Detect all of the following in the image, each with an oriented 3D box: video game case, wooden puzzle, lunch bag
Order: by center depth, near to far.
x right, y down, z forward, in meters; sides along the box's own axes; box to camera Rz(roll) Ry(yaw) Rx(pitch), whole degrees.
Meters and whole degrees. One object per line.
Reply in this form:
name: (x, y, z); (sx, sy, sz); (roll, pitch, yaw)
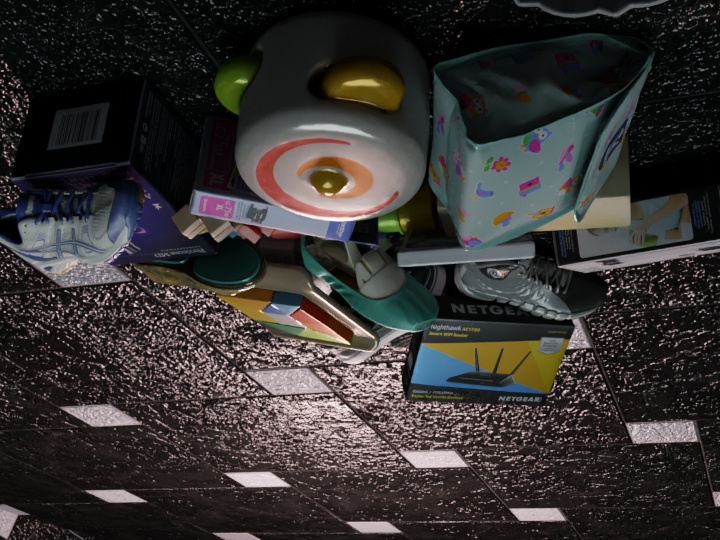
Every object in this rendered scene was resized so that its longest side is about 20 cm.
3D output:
lunch bag: (0.171, -0.126, 0.953); (0.197, 0.123, 0.171); (-17, 149, -10)
video game case: (0.118, -0.032, 1.135); (0.141, 0.018, 0.200); (-4, -171, 7)
wooden puzzle: (-0.094, 0.048, 1.266); (0.183, 0.038, 0.200); (7, 156, 32)

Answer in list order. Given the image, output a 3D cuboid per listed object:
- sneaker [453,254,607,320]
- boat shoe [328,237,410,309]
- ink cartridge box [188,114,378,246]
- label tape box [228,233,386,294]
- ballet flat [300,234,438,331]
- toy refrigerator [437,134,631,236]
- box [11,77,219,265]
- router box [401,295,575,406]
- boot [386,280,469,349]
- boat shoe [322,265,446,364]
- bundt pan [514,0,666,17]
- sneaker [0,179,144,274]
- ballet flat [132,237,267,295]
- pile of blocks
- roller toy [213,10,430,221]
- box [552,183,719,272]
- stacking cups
sneaker: (0.219, 0.003, 1.261); (0.197, 0.076, 0.116); (7, 155, -1)
boat shoe: (0.011, 0.022, 1.236); (0.075, 0.061, 0.200); (-36, 174, -13)
ink cartridge box: (-0.072, -0.094, 1.066); (0.197, 0.120, 0.042); (12, 136, -11)
label tape box: (-0.068, -0.019, 1.282); (0.197, 0.064, 0.145); (3, 154, 5)
ballet flat: (0.000, 0.000, 1.093); (0.199, 0.067, 0.071); (31, 154, 40)
toy refrigerator: (0.185, -0.088, 1.086); (0.197, 0.077, 0.070); (-3, 153, 14)
box: (-0.252, -0.099, 1.108); (0.146, 0.106, 0.200); (-6, 151, 20)
router box: (0.163, 0.108, 1.343); (0.197, 0.051, 0.151); (3, 128, -11)
boot: (0.135, 0.086, 1.435); (0.157, 0.080, 0.211); (-22, 133, 32)
boat shoe: (0.025, 0.050, 1.350); (0.066, 0.071, 0.199); (26, 128, -40)
bundt pan: (0.168, -0.272, 0.715); (0.199, 0.077, 0.203); (5, 153, 2)
sneaker: (-0.296, -0.048, 1.016); (0.199, 0.076, 0.088); (-20, 144, 40)
ballet flat: (-0.181, -0.004, 1.185); (0.198, 0.071, 0.071); (10, 159, 28)
pile of blocks: (-0.105, -0.056, 1.105); (0.198, 0.062, 0.083); (-22, 152, -33)
roller toy: (-0.023, -0.135, 0.954); (0.198, 0.142, 0.182); (-11, 150, 28)
box: (0.323, -0.044, 1.125); (0.198, 0.061, 0.116); (-9, 172, 27)
stacking cups: (-0.010, -0.068, 1.172); (0.197, 0.061, 0.061); (-3, 153, 13)
